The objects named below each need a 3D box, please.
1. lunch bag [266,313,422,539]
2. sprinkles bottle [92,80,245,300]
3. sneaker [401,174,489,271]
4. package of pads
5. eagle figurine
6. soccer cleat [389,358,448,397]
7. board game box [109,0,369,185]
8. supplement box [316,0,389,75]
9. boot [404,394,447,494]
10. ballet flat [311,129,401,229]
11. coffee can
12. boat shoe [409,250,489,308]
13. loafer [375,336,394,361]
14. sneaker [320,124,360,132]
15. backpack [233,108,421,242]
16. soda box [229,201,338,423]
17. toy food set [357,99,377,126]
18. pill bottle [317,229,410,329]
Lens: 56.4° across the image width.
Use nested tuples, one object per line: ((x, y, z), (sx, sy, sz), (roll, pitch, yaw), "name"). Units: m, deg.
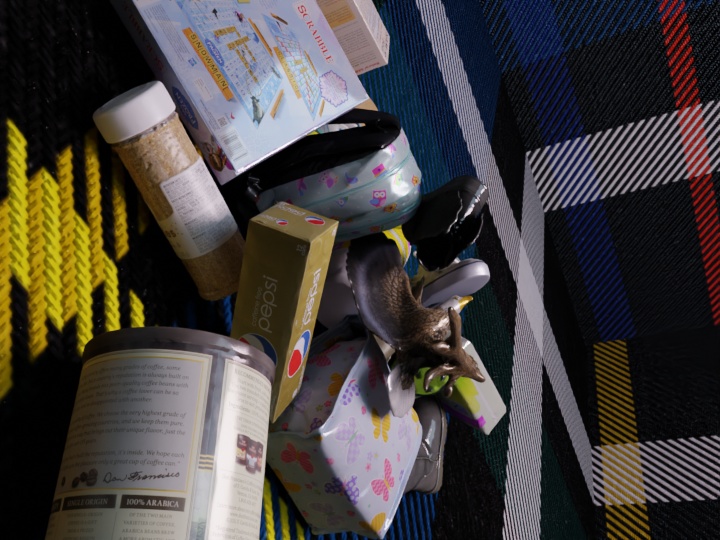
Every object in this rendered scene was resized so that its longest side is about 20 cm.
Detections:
((-0.015, 0.175, 0.779), (0.171, 0.126, 0.200), (63, 38, -26), "lunch bag")
((-0.166, -0.070, 0.625), (0.201, 0.068, 0.068), (65, 27, -27), "sprinkles bottle")
((0.084, -0.043, 0.771), (0.060, 0.200, 0.105), (36, 63, -11), "sneaker")
((0.136, 0.162, 1.091), (0.068, 0.154, 0.201), (-45, 130, -17), "package of pads")
((0.060, 0.059, 0.778), (0.150, 0.200, 0.153), (-2, 117, -36), "eagle figurine")
((0.070, 0.142, 0.909), (0.068, 0.200, 0.081), (51, 46, 4), "soccer cleat")
((-0.112, -0.221, 0.684), (0.199, 0.041, 0.201), (-37, 103, -34), "board game box")
((-0.055, -0.368, 0.946), (0.200, 0.125, 0.074), (53, 32, -44), "supplement box")
((0.062, 0.251, 0.996), (0.199, 0.072, 0.184), (27, 53, -52), "boot")
((-0.022, -0.108, 0.899), (0.200, 0.067, 0.067), (42, 63, -5), "ballet flat")
((-0.141, 0.160, 0.476), (0.146, 0.145, 0.202), (43, 41, -52), "coffee can")
((0.102, 0.002, 0.918), (0.074, 0.202, 0.087), (-6, 75, -23), "boat shoe")
((0.037, 0.086, 0.998), (0.076, 0.069, 0.201), (65, 27, -26), "loafer")
((-0.033, -0.171, 0.949), (0.075, 0.086, 0.201), (-62, 136, -58), "sneaker")
((-0.028, -0.104, 0.784), (0.168, 0.198, 0.127), (-71, 143, -50), "backpack")
((-0.081, 0.041, 0.649), (0.068, 0.063, 0.202), (-46, 152, -62), "soda box")
((-0.002, -0.204, 1.080), (0.199, 0.048, 0.201), (64, 28, -29), "toy food set")
((0.000, 0.000, 0.917), (0.105, 0.103, 0.200), (68, 25, -21), "pill bottle")
